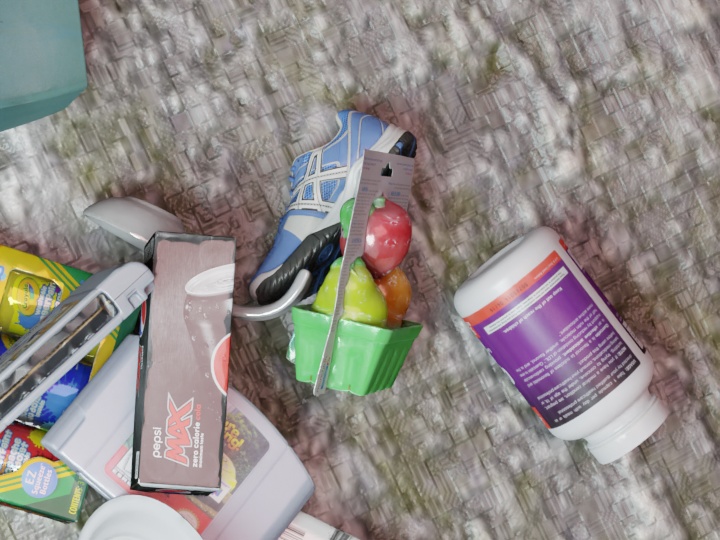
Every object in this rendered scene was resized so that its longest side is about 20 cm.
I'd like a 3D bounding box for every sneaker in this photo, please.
[{"bbox_3d":[-0.035,-0.053,1.698,0.077,0.076,0.200,34,76,19],"label":"sneaker"}]

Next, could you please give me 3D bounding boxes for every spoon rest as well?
[{"bbox_3d":[-0.142,-0.008,1.623,0.199,0.099,0.061,21,83,6],"label":"spoon rest"}]

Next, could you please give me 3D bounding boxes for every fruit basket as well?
[{"bbox_3d":[0.000,0.000,1.625,0.093,0.185,0.202,6,93,14],"label":"fruit basket"}]

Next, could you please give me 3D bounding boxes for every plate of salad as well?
[{"bbox_3d":[-0.157,0.273,1.527,0.048,0.199,0.201,-12,85,-46],"label":"plate of salad"}]

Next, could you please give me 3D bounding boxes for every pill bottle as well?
[{"bbox_3d":[0.180,0.068,1.707,0.112,0.112,0.200,-38,93,-16],"label":"pill bottle"}]

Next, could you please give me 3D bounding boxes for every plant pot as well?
[{"bbox_3d":[-0.333,-0.179,1.597,0.199,0.141,0.142,-5,84,-23],"label":"plant pot"}]

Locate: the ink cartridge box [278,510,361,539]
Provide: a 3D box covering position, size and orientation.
[{"bbox_3d":[-0.054,0.283,1.628,0.199,0.084,0.147,28,76,-9],"label":"ink cartridge box"}]

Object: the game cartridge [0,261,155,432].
[{"bbox_3d":[-0.249,0.069,1.504,0.200,0.133,0.042,-44,104,-17],"label":"game cartridge"}]

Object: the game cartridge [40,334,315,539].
[{"bbox_3d":[-0.140,0.150,1.570,0.200,0.041,0.133,39,70,-3],"label":"game cartridge"}]

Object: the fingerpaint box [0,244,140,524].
[{"bbox_3d":[-0.286,0.089,1.599,0.166,0.073,0.201,19,78,-12],"label":"fingerpaint box"}]

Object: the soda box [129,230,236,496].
[{"bbox_3d":[-0.140,0.074,1.534,0.070,0.063,0.202,5,79,-12],"label":"soda box"}]
